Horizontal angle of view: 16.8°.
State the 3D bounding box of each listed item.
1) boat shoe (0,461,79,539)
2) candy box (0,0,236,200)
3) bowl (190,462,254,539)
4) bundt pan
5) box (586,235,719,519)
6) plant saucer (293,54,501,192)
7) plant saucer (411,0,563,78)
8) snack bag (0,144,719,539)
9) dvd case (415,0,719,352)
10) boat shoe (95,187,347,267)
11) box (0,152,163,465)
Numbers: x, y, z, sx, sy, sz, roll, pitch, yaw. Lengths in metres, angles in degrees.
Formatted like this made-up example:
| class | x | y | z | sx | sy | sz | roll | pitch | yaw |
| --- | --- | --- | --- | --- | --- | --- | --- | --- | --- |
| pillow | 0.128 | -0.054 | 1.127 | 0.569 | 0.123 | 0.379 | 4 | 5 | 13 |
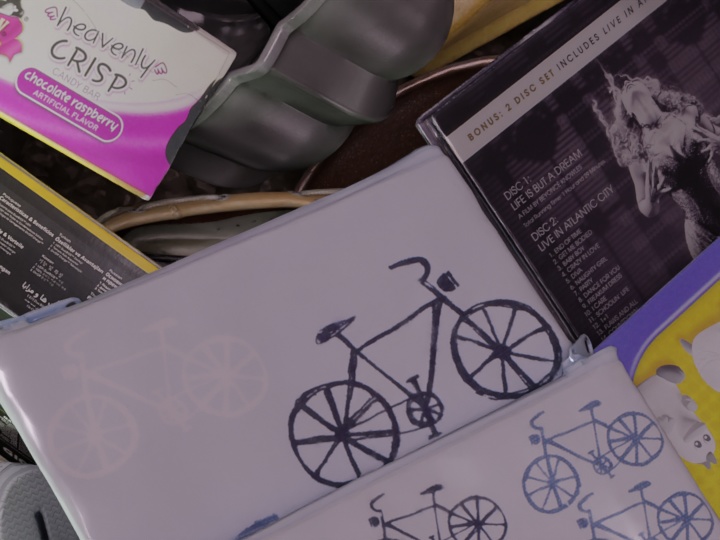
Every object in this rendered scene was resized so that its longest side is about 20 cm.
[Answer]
| class | x | y | z | sx | sy | sz | roll | pitch | yaw |
| --- | --- | --- | --- | --- | --- | --- | --- | --- | --- |
| boat shoe | -0.119 | 0.168 | 0.887 | 0.062 | 0.072 | 0.201 | -11 | 90 | 36 |
| candy box | -0.147 | -0.104 | 0.833 | 0.136 | 0.200 | 0.061 | 31 | 91 | -34 |
| bowl | -0.052 | 0.144 | 0.829 | 0.107 | 0.200 | 0.201 | 0 | 80 | 29 |
| bundt pan | -0.026 | -0.116 | 0.876 | 0.076 | 0.202 | 0.202 | 32 | 80 | -34 |
| box | 0.168 | 0.081 | 0.817 | 0.200 | 0.048 | 0.117 | 45 | 64 | 10 |
| plant saucer | 0.063 | 0.020 | 0.922 | 0.199 | 0.037 | 0.201 | 0 | 81 | 0 |
| plant saucer | 0.067 | -0.194 | 0.899 | 0.048 | 0.200 | 0.201 | -6 | 79 | -36 |
| snack bag | 0.006 | 0.064 | 0.748 | 0.188 | 0.021 | 0.200 | -24 | 71 | -25 |
| dvd case | 0.127 | -0.012 | 0.886 | 0.149 | 0.016 | 0.200 | -39 | 100 | -26 |
| boat shoe | 0.000 | 0.000 | 0.867 | 0.199 | 0.076 | 0.072 | -4 | 78 | -4 |
| box | -0.150 | -0.001 | 0.856 | 0.200 | 0.160 | 0.049 | 35 | 66 | 6 |
